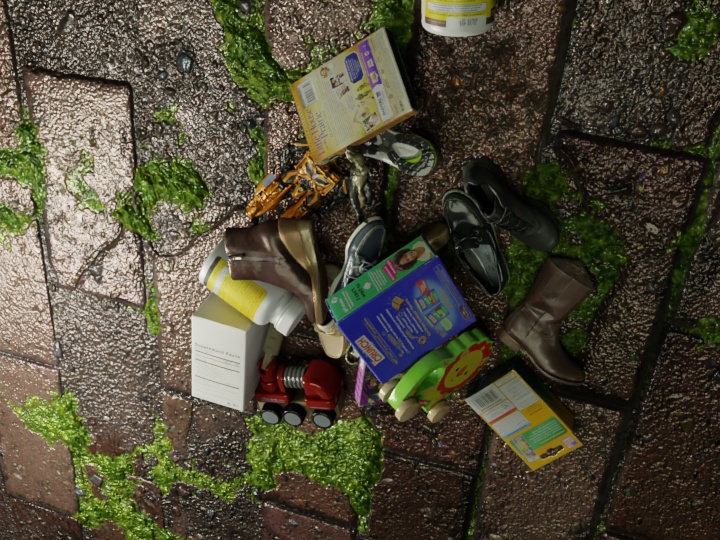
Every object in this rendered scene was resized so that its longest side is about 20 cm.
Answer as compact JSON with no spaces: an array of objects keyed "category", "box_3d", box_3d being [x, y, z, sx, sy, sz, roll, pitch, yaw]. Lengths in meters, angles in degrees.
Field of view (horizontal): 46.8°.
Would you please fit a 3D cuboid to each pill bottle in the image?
[{"category":"pill bottle","box_3d":[-0.195,0.032,1.565,0.199,0.111,0.112,36,125,5]},{"category":"pill bottle","box_3d":[0.141,-0.444,1.179,0.108,0.109,0.202,8,121,16]}]

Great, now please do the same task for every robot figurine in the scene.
[{"category":"robot figurine","box_3d":[-0.108,-0.140,1.476,0.145,0.058,0.200,42,124,-10]}]

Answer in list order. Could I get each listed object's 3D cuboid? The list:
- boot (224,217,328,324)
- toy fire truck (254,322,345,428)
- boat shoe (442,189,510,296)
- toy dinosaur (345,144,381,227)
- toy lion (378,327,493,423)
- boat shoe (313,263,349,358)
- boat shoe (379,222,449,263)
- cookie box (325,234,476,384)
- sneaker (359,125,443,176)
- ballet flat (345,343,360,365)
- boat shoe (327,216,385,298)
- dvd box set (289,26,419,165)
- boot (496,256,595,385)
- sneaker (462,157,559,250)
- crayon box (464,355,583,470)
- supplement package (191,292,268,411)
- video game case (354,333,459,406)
[{"category":"boot","box_3d":[-0.148,0.006,1.490,0.164,0.072,0.202,-7,104,12]},{"category":"toy fire truck","box_3d":[-0.127,0.195,1.654,0.174,0.129,0.201,1,129,19]},{"category":"boat shoe","box_3d":[0.193,-0.041,1.418,0.074,0.066,0.201,-15,112,27]},{"category":"toy dinosaur","box_3d":[0.001,-0.128,1.384,0.047,0.089,0.201,-10,153,-7]},{"category":"toy lion","box_3d":[0.150,0.181,1.483,0.192,0.199,0.069,-51,60,14]},{"category":"boat shoe","box_3d":[-0.063,0.089,1.584,0.073,0.069,0.202,4,119,18]},{"category":"boat shoe","box_3d":[0.092,-0.019,1.471,0.065,0.071,0.199,45,134,-14]},{"category":"cookie box","box_3d":[0.069,0.068,1.404,0.199,0.075,0.172,-34,126,2]},{"category":"sneaker","box_3d":[0.049,-0.210,1.371,0.199,0.081,0.074,34,107,22]},{"category":"ballet flat","box_3d":[0.033,0.112,1.559,0.068,0.075,0.200,39,124,2]},{"category":"boat shoe","box_3d":[0.000,0.000,1.450,0.062,0.074,0.201,53,126,41]},{"category":"dvd box set","box_3d":[-0.013,-0.277,1.340,0.199,0.029,0.148,-25,77,30]},{"category":"boot","box_3d":[0.359,0.086,1.440,0.185,0.064,0.201,30,120,-1]},{"category":"sneaker","box_3d":[0.240,-0.093,1.357,0.199,0.091,0.076,37,122,-5]},{"category":"crayon box","box_3d":[0.309,0.270,1.564,0.200,0.052,0.125,46,123,-9]},{"category":"supplement package","box_3d":[-0.260,0.154,1.663,0.119,0.121,0.202,15,122,12]},{"category":"video game case","box_3d":[0.087,0.156,1.536,0.179,0.036,0.202,-3,123,-18]}]
